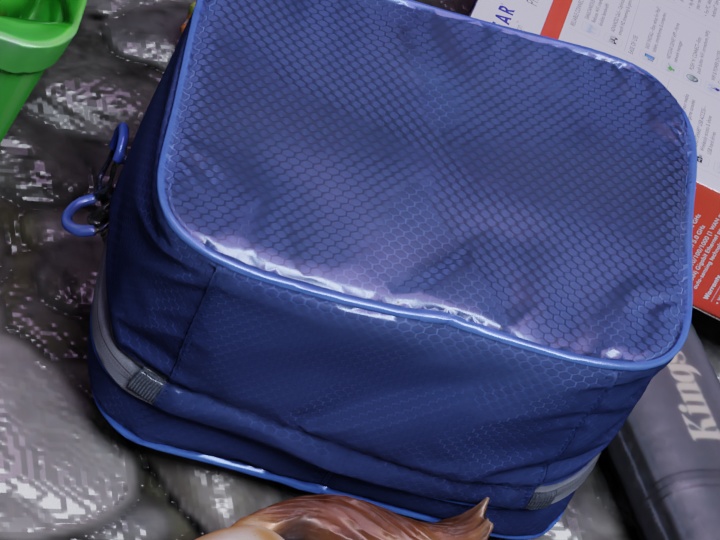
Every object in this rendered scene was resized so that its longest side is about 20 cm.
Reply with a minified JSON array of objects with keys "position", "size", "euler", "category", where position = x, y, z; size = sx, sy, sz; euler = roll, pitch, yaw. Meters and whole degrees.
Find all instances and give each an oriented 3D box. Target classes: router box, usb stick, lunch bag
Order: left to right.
[{"position":[0.000,0.000,0.768],"size":[0.199,0.133,0.136],"euler":[17,51,-6],"category":"lunch bag"},{"position":[0.108,0.050,0.834],"size":[0.055,0.033,0.201],"euler":[-2,48,-22],"category":"usb stick"},{"position":[0.125,-0.068,0.913],"size":[0.179,0.049,0.200],"euler":[26,34,0],"category":"router box"}]

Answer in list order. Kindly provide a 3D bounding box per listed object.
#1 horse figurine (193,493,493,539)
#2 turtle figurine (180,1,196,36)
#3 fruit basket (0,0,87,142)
[{"position":[-0.034,0.129,0.690],"size":[0.132,0.050,0.200],"euler":[33,45,4],"category":"horse figurine"},{"position":[-0.011,-0.120,0.914],"size":[0.161,0.065,0.200],"euler":[-40,49,-10],"category":"turtle figurine"},{"position":[-0.135,-0.161,0.824],"size":[0.155,0.216,0.216],"euler":[16,44,-6],"category":"fruit basket"}]
